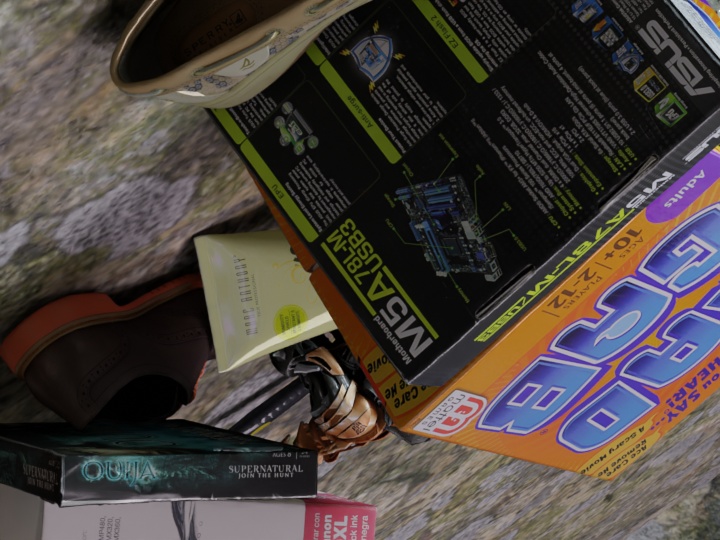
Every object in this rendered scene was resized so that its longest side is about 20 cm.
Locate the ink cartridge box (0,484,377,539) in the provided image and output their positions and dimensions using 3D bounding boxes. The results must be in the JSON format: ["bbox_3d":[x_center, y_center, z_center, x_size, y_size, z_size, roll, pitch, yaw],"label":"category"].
[{"bbox_3d":[-0.111,0.162,1.294,0.199,0.085,0.145,6,178,-22],"label":"ink cartridge box"}]

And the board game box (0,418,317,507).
[{"bbox_3d":[-0.123,0.099,1.182,0.135,0.028,0.200,1,180,-25],"label":"board game box"}]

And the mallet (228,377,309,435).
[{"bbox_3d":[-0.096,0.124,1.547,0.200,0.041,0.066,-33,162,-27],"label":"mallet"}]

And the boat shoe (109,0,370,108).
[{"bbox_3d":[-0.025,-0.135,0.932,0.200,0.073,0.063,-45,164,27],"label":"boat shoe"}]

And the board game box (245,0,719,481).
[{"bbox_3d":[0.098,-0.043,1.129,0.200,0.200,0.200,-44,146,20],"label":"board game box"}]

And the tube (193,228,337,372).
[{"bbox_3d":[0.000,0.000,1.285,0.199,0.058,0.052,-13,146,-28],"label":"tube"}]

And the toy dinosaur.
[{"bbox_3d":[-0.011,0.061,1.373,0.200,0.136,0.102,-36,164,-3],"label":"toy dinosaur"}]

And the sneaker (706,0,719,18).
[{"bbox_3d":[0.215,-0.129,1.276,0.200,0.075,0.085,-38,148,-5],"label":"sneaker"}]

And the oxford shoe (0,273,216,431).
[{"bbox_3d":[-0.114,0.052,1.248,0.071,0.073,0.200,-47,161,30],"label":"oxford shoe"}]

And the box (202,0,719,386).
[{"bbox_3d":[0.039,-0.086,0.974,0.193,0.200,0.047,-44,161,18],"label":"box"}]
